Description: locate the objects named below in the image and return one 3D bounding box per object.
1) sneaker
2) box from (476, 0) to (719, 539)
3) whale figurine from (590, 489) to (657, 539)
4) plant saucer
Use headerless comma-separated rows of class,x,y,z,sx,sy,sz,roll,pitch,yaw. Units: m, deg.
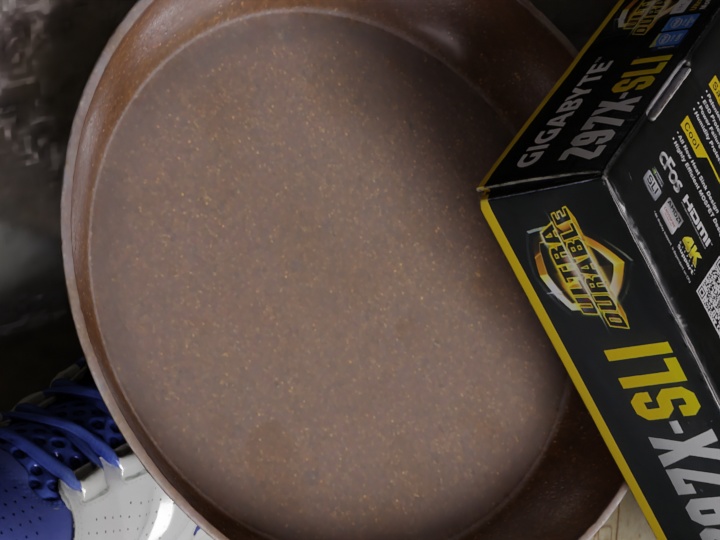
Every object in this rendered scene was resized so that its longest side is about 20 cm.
sneaker,-0.070,0.046,0.821,0.199,0.080,0.116,5,112,-60
box,0.127,0.010,0.832,0.201,0.049,0.160,60,43,-24
whale figurine,0.041,0.077,0.919,0.158,0.104,0.201,-3,103,-35
plant saucer,0.000,0.000,0.797,0.199,0.202,0.034,-1,167,-30
